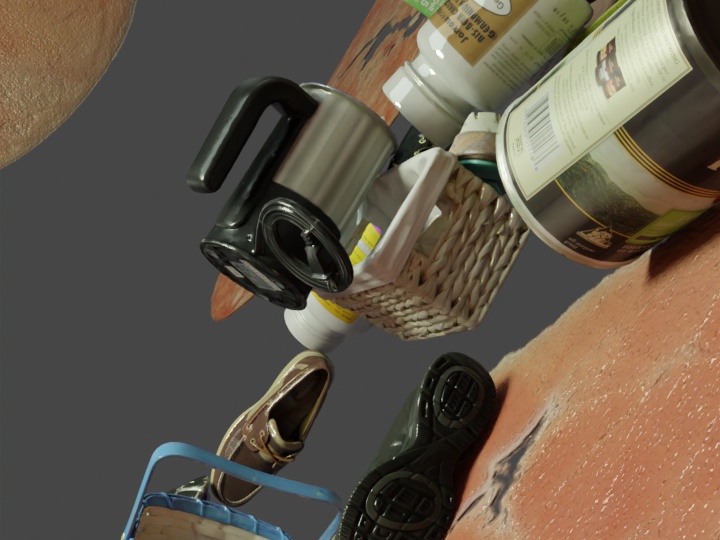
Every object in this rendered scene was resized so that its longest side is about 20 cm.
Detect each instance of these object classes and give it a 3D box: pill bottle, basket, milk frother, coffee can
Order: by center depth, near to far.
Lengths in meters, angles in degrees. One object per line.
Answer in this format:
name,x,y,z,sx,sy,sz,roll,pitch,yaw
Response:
coffee can,0.205,-0.109,0.913,0.200,0.146,0.147,-41,19,51
basket,-0.131,0.249,1.205,0.200,0.176,0.139,-59,18,29
milk frother,-0.036,-0.073,1.258,0.199,0.181,0.189,19,71,33
basket,0.056,-0.015,1.296,0.136,0.123,0.200,-60,12,-16
pill bottle,0.120,-0.221,1.344,0.200,0.114,0.114,-45,14,12
pill bottle,0.000,0.000,1.511,0.200,0.104,0.104,-49,14,27

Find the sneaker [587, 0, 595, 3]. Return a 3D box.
sneaker,0.276,-0.349,1.446,0.088,0.081,0.200,-10,35,47

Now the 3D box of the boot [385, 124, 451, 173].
boot,0.085,-0.147,1.619,0.154,0.073,0.204,-62,9,-2

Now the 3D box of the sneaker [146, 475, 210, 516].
sneaker,-0.194,0.288,1.554,0.080,0.084,0.200,-26,-11,-13

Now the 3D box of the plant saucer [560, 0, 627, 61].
plant saucer,0.229,-0.170,1.207,0.200,0.048,0.200,-38,21,54

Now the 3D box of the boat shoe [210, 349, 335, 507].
boat shoe,-0.094,0.179,1.500,0.200,0.072,0.072,-51,13,0

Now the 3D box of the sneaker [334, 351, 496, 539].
sneaker,0.039,0.161,1.065,0.200,0.076,0.091,-55,1,-29

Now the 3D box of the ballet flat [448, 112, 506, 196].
ballet flat,0.117,-0.115,1.315,0.200,0.068,0.068,69,-151,-83

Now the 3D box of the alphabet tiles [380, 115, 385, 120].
alphabet tiles,0.013,-0.090,1.684,0.166,0.006,0.201,-105,23,-83

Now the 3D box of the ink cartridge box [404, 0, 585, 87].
ink cartridge box,0.142,-0.277,1.463,0.084,0.200,0.146,-55,12,13
